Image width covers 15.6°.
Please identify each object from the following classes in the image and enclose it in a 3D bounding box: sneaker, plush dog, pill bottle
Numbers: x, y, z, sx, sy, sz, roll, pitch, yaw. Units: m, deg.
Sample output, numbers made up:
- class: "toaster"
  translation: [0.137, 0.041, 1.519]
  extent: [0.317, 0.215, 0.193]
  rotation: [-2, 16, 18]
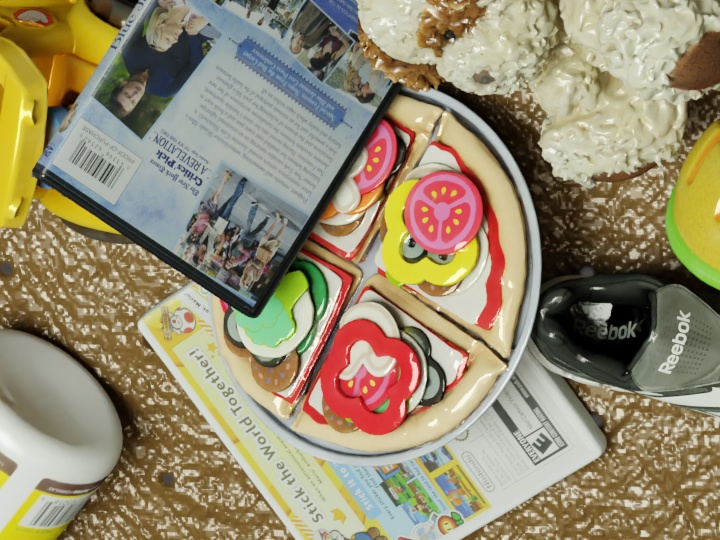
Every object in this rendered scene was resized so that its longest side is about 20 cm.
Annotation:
- class: "sneaker"
  translation: [0.173, 0.041, 1.322]
  extent: [0.199, 0.090, 0.067]
  rotation: [11, 88, 13]
- class: "plush dog"
  translation: [0.081, -0.137, 1.251]
  extent: [0.171, 0.200, 0.161]
  rotation: [0, 75, -9]
- class: "pill bottle"
  translation: [-0.227, 0.135, 1.468]
  extent: [0.109, 0.109, 0.200]
  rotation: [40, 114, -1]

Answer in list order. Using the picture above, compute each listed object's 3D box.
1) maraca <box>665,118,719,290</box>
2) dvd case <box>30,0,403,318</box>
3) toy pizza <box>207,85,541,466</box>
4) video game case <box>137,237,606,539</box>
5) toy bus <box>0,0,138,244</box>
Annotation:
- class: "maraca"
  translation: [0.241, -0.031, 1.255]
  extent: [0.199, 0.137, 0.107]
  rotation: [9, 144, 33]
- class: "dvd case"
  translation: [-0.054, -0.095, 1.304]
  extent: [0.142, 0.018, 0.201]
  rotation: [34, 84, -29]
- class: "toy pizza"
  translation: [0.000, 0.000, 1.350]
  extent: [0.199, 0.032, 0.201]
  rotation: [-3, 85, 30]
- class: "video game case"
  translation: [0.005, 0.060, 1.423]
  extent: [0.182, 0.023, 0.200]
  rotation: [-33, 98, 23]
- class: "toy bus"
  translation: [-0.185, -0.082, 1.328]
  extent: [0.199, 0.192, 0.136]
  rotation: [21, 112, 17]
